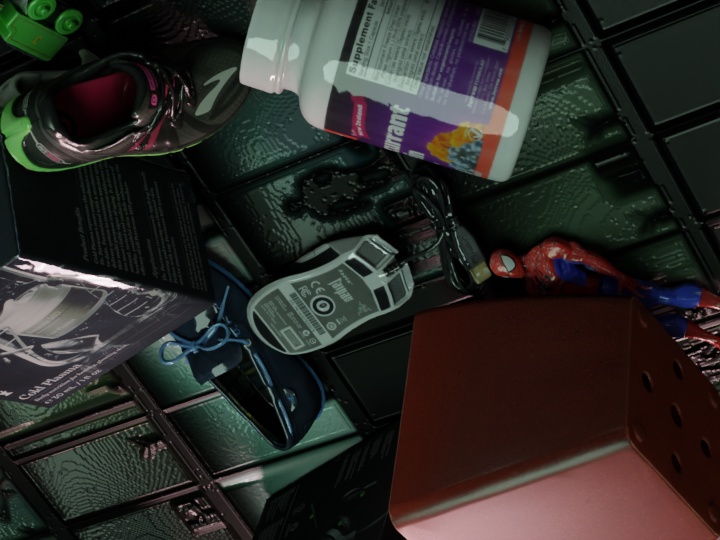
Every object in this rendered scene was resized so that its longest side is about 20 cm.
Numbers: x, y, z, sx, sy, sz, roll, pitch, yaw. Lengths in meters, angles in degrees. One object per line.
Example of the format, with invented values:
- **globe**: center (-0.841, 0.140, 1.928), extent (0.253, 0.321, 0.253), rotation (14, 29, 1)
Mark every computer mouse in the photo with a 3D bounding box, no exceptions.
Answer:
- **computer mouse**: center (0.000, 0.000, 1.499), extent (0.199, 0.044, 0.110), rotation (-24, 118, 24)

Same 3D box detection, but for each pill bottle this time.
- **pill bottle**: center (0.023, -0.140, 1.343), extent (0.199, 0.112, 0.112), rotation (17, 128, 2)

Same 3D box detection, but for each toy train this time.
- **toy train**: center (-0.271, -0.197, 1.355), extent (0.056, 0.042, 0.200), rotation (-45, 147, 15)

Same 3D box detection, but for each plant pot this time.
- **plant pot**: center (0.157, 0.130, 1.430), extent (0.176, 0.201, 0.200), rotation (-23, 129, 30)

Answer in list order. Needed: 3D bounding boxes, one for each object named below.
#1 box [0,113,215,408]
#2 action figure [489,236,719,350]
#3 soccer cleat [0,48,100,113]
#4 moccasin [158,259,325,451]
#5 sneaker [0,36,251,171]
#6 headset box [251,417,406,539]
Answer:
- **box**: center (-0.251, -0.001, 1.454), extent (0.200, 0.125, 0.196), rotation (-31, 149, 32)
- **action figure**: center (0.192, 0.021, 1.462), extent (0.199, 0.052, 0.066), rotation (19, 133, 3)
- **soccer cleat**: center (-0.259, -0.109, 1.460), extent (0.199, 0.070, 0.086), rotation (-23, 141, 20)
- **moccasin**: center (-0.104, 0.062, 1.548), extent (0.200, 0.068, 0.080), rotation (43, 135, -16)
- **sneaker**: center (-0.151, -0.117, 1.365), extent (0.084, 0.199, 0.077), rotation (-18, 96, 58)
- **headset box**: center (-0.001, 0.229, 1.585), extent (0.200, 0.174, 0.093), rotation (-34, 111, 31)
